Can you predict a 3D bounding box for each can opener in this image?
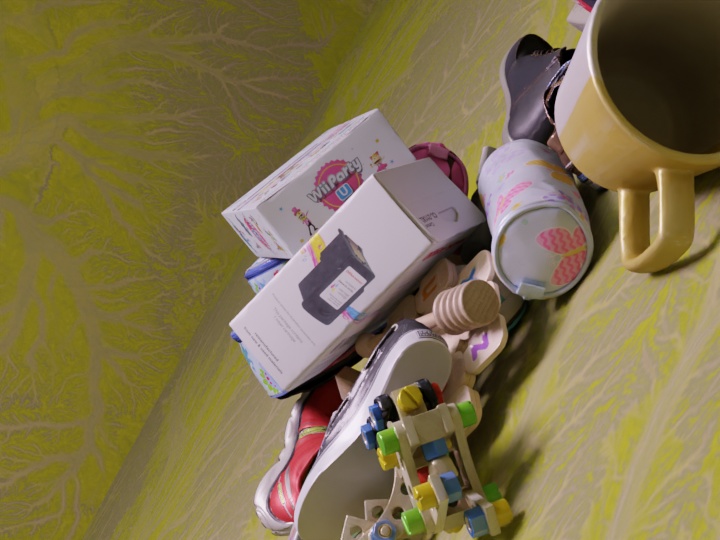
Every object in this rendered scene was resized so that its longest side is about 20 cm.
[{"bbox_3d":[0.136,-0.069,1.480,0.067,0.052,0.201,-50,13,38],"label":"can opener"}]

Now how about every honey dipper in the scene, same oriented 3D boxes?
[{"bbox_3d":[0.048,0.045,1.272,0.200,0.038,0.038,-23,35,59],"label":"honey dipper"}]

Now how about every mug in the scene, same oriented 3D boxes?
[{"bbox_3d":[0.198,-0.111,1.073,0.187,0.149,0.153,-54,1,-18],"label":"mug"}]

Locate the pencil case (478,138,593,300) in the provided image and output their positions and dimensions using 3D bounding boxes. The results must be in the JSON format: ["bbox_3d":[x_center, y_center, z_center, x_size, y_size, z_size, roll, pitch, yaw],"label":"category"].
[{"bbox_3d":[0.144,-0.046,1.286,0.091,0.083,0.200,-59,9,16],"label":"pencil case"}]

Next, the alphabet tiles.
[{"bbox_3d":[0.058,0.082,1.272,0.196,0.015,0.201,-49,28,29],"label":"alphabet tiles"}]

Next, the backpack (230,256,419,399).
[{"bbox_3d":[-0.041,0.029,1.571,0.199,0.147,0.183,-36,2,0],"label":"backpack"}]

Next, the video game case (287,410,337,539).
[{"bbox_3d":[-0.049,0.225,1.378,0.143,0.018,0.202,113,177,-83],"label":"video game case"}]

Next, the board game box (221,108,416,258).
[{"bbox_3d":[-0.044,-0.078,1.444,0.147,0.064,0.200,-40,8,-10],"label":"board game box"}]

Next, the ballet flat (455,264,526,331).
[{"bbox_3d":[0.093,0.023,1.375,0.070,0.069,0.200,-60,10,-13],"label":"ballet flat"}]

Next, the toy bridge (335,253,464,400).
[{"bbox_3d":[0.049,0.066,1.458,0.200,0.027,0.068,-46,-43,-35],"label":"toy bridge"}]

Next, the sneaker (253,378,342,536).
[{"bbox_3d":[-0.033,0.185,1.540,0.085,0.077,0.201,-20,34,40],"label":"sneaker"}]

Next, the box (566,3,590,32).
[{"bbox_3d":[0.255,-0.239,1.380,0.083,0.068,0.200,-56,10,8],"label":"box"}]

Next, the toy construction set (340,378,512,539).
[{"bbox_3d":[0.044,0.156,1.129,0.091,0.132,0.200,-15,-18,-25],"label":"toy construction set"}]

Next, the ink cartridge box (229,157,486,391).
[{"bbox_3d":[0.000,0.000,1.348,0.200,0.083,0.146,-46,-9,23],"label":"ink cartridge box"}]

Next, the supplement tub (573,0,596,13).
[{"bbox_3d":[0.226,-0.250,1.168,0.141,0.199,0.140,-55,10,14],"label":"supplement tub"}]

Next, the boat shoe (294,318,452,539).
[{"bbox_3d":[0.008,0.130,1.226,0.201,0.068,0.057,-58,26,10],"label":"boat shoe"}]

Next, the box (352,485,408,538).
[{"bbox_3d":[0.009,0.193,1.352,0.145,0.036,0.201,-51,14,36],"label":"box"}]

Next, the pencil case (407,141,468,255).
[{"bbox_3d":[0.072,-0.068,1.529,0.094,0.090,0.200,-62,-7,-8],"label":"pencil case"}]

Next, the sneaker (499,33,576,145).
[{"bbox_3d":[0.196,-0.197,1.520,0.106,0.074,0.201,-55,19,37],"label":"sneaker"}]

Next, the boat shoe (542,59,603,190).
[{"bbox_3d":[0.204,-0.152,1.346,0.072,0.072,0.201,-52,11,31],"label":"boat shoe"}]
